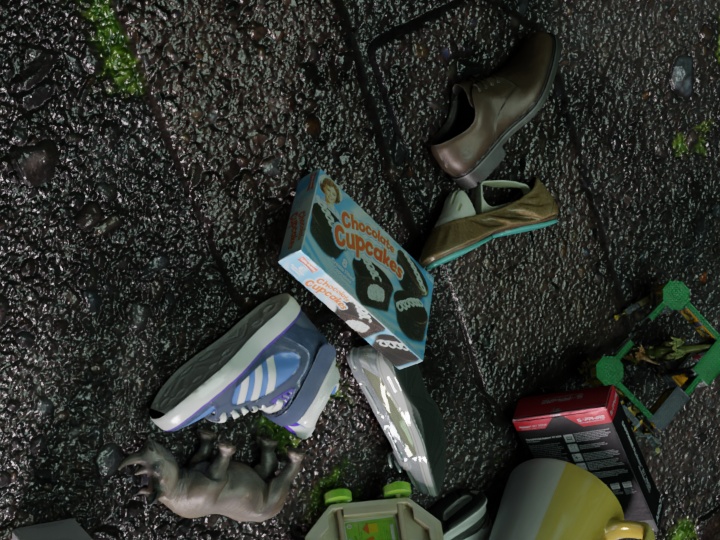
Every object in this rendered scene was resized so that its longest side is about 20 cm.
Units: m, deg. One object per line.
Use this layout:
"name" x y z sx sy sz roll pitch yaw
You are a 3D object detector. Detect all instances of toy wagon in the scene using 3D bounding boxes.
"toy wagon" -0.005 0.315 1.416 0.197 0.040 0.157 -5 60 -7

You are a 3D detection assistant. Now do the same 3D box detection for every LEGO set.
"LEGO set" 0.363 0.118 1.632 0.153 0.116 0.201 38 75 -2

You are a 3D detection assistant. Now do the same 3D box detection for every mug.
"mug" 0.221 0.317 1.495 0.149 0.186 0.153 44 47 -6

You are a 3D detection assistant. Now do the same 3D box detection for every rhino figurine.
"rhino figurine" -0.156 0.214 1.340 0.198 0.060 0.089 11 97 -31

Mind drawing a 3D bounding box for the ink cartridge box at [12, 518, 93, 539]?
"ink cartridge box" -0.266 0.325 1.213 0.067 0.199 0.117 -4 103 -30

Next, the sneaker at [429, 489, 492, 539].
"sneaker" 0.083 0.353 1.508 0.199 0.075 0.117 -29 113 -26

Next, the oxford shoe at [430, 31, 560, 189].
"oxford shoe" 0.150 -0.193 1.431 0.084 0.072 0.201 41 78 -28

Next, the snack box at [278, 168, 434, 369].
"snack box" 0.000 0.000 1.367 0.200 0.037 0.117 42 40 -31

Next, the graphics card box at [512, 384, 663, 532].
"graphics card box" 0.277 0.234 1.573 0.202 0.124 0.051 63 33 -24

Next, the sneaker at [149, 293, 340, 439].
"sneaker" -0.105 0.137 1.341 0.200 0.080 0.147 -42 115 -23

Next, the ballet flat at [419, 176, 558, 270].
"ballet flat" 0.138 -0.062 1.463 0.198 0.068 0.073 -20 89 -27

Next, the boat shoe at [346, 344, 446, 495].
"boat shoe" 0.046 0.166 1.457 0.204 0.064 0.075 67 29 -28
